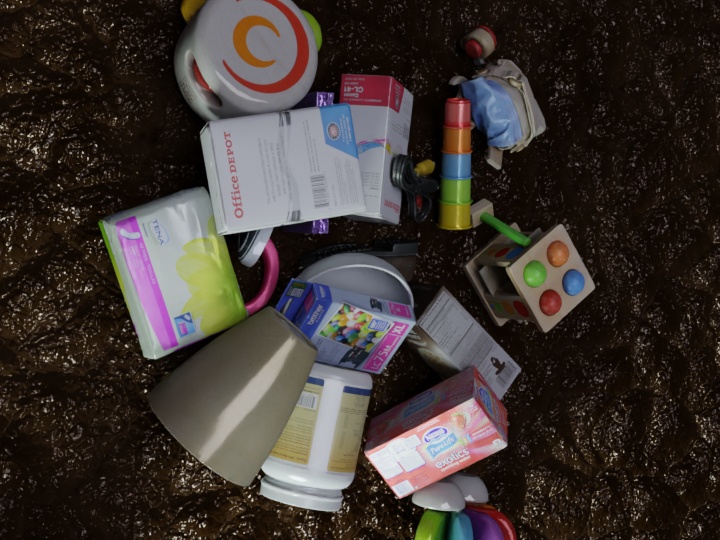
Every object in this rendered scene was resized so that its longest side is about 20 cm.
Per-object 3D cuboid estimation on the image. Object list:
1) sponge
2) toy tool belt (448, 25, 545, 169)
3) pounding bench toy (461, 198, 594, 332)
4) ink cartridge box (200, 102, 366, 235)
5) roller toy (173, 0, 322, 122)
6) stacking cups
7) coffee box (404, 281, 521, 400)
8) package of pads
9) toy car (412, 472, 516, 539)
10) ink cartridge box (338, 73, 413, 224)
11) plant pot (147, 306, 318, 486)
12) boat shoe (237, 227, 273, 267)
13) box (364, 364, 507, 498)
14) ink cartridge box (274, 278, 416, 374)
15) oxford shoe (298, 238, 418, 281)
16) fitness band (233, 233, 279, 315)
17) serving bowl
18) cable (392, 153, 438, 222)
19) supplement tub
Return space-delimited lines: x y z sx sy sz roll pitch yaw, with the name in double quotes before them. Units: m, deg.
"sponge" -0.078 -0.155 1.577 0.029 0.111 0.203 2 91 -28
"toy tool belt" 0.202 -0.273 1.715 0.123 0.124 0.201 -42 109 -29
"pounding bench toy" 0.256 -0.021 1.732 0.124 0.156 0.201 -38 108 -21
"ink cartridge box" -0.105 -0.136 1.463 0.197 0.086 0.149 -10 91 -16
"roller toy" -0.165 -0.293 1.512 0.198 0.139 0.185 18 74 -23
"stacking cups" 0.147 -0.168 1.705 0.060 0.060 0.203 -9 106 -27
"coffee box" 0.143 0.114 1.703 0.200 0.114 0.080 45 73 -20
"package of pads" -0.251 0.000 1.479 0.153 0.068 0.202 -22 100 -26
"toy car" 0.162 0.416 1.682 0.199 0.148 0.178 7 91 -59
"ink cartridge box" 0.017 -0.177 1.601 0.084 0.147 0.203 7 89 14
"plant pot" -0.155 0.155 1.479 0.187 0.187 0.200 42 91 -22
"boat shoe" -0.156 -0.101 1.539 0.067 0.072 0.202 23 60 -23
"box" 0.115 0.245 1.646 0.199 0.095 0.103 -31 110 20
"ink cartridge box" -0.032 0.083 1.565 0.198 0.042 0.120 16 127 -25
"oxford shoe" 0.000 0.000 1.649 0.197 0.073 0.086 -3 102 -24
"fitness band" -0.210 -0.003 1.557 0.198 0.037 0.146 6 89 -29
"serving bowl" -0.023 0.044 1.602 0.197 0.066 0.202 -7 135 -7
"cable" 0.071 -0.127 1.636 0.200 0.050 0.098 4 105 -67
"supplement tub" -0.068 0.237 1.580 0.143 0.144 0.203 14 86 -27
